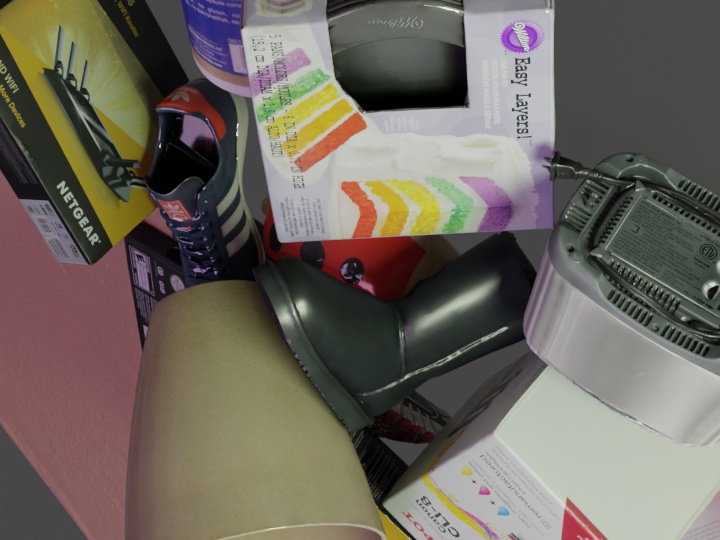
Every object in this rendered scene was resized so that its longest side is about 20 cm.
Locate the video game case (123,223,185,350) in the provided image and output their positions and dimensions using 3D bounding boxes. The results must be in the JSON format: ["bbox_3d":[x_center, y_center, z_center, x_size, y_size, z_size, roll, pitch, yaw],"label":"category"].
[{"bbox_3d":[-0.130,0.067,1.671,0.180,0.025,0.201,30,146,24],"label":"video game case"}]

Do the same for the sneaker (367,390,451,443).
[{"bbox_3d":[-0.003,0.070,1.479,0.200,0.075,0.081,39,157,-14],"label":"sneaker"}]

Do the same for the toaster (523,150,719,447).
[{"bbox_3d":[0.181,0.020,1.142,0.199,0.114,0.129,30,150,9],"label":"toaster"}]

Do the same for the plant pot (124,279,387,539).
[{"bbox_3d":[-0.090,0.116,1.337,0.187,0.186,0.201,127,136,-60],"label":"plant pot"}]

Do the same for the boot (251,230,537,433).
[{"bbox_3d":[0.031,0.018,1.247,0.077,0.168,0.200,61,-178,35],"label":"boot"}]

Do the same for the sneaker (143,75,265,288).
[{"bbox_3d":[-0.124,-0.042,1.396,0.075,0.084,0.201,-1,103,26],"label":"sneaker"}]

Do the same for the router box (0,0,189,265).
[{"bbox_3d":[-0.210,-0.130,1.400,0.052,0.157,0.201,5,132,48],"label":"router box"}]

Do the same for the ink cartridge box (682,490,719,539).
[{"bbox_3d":[0.236,0.252,1.320,0.043,0.174,0.200,6,158,-22],"label":"ink cartridge box"}]

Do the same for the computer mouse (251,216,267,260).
[{"bbox_3d":[-0.100,0.048,1.542,0.138,0.053,0.201,20,129,33],"label":"computer mouse"}]

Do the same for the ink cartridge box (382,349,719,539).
[{"bbox_3d":[0.140,0.145,1.317,0.145,0.145,0.200,45,151,-1],"label":"ink cartridge box"}]

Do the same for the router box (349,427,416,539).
[{"bbox_3d":[-0.040,0.188,1.509,0.157,0.052,0.200,43,142,-9],"label":"router box"}]

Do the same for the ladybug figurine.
[{"bbox_3d":[0.000,0.000,1.383,0.199,0.072,0.136,28,146,27],"label":"ladybug figurine"}]

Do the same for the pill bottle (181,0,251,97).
[{"bbox_3d":[-0.062,-0.218,1.149,0.119,0.120,0.201,26,144,29],"label":"pill bottle"}]

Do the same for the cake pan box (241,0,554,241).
[{"bbox_3d":[0.028,-0.102,1.135,0.183,0.052,0.200,-3,140,1],"label":"cake pan box"}]
